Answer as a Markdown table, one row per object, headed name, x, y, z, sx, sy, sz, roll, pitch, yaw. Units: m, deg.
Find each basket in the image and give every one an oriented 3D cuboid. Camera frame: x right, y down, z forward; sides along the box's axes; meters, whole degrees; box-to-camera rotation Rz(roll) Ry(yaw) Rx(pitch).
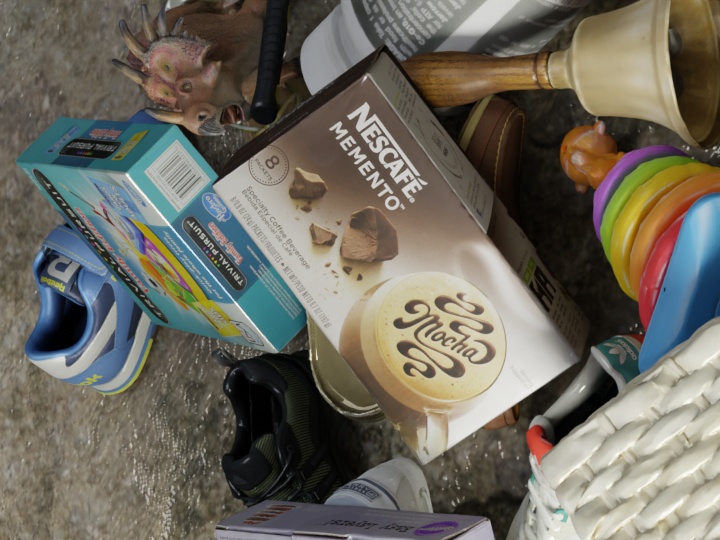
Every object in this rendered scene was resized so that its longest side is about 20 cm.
| name | x | y | z | sx | sy | sz | roll | pitch | yaw |
| --- | --- | --- | --- | --- | --- | --- | --- | --- | --- |
| basket | 0.209 | 0.100 | 1.389 | 0.200 | 0.123 | 0.136 | -38 | 58 | 12 |

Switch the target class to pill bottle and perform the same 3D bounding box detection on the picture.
| name | x | y | z | sx | sy | sz | roll | pitch | yaw |
| --- | --- | --- | --- | --- | --- | --- | --- | --- | --- |
| pill bottle | 0.060 | -0.165 | 1.612 | 0.200 | 0.114 | 0.114 | -42 | 58 | 33 |

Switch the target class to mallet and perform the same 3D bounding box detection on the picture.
| name | x | y | z | sx | sy | sz | roll | pitch | yaw |
| --- | --- | --- | --- | --- | --- | --- | --- | --- | --- |
| mallet | -0.047 | -0.176 | 1.583 | 0.066 | 0.041 | 0.200 | 90 | -175 | -48 |

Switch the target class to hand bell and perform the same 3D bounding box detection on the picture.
| name | x | y | z | sx | sy | sz | roll | pitch | yaw |
| --- | --- | --- | --- | --- | --- | --- | --- | --- | --- |
| hand bell | 0.099 | -0.111 | 1.535 | 0.199 | 0.104 | 0.105 | -5 | 82 | 26 |

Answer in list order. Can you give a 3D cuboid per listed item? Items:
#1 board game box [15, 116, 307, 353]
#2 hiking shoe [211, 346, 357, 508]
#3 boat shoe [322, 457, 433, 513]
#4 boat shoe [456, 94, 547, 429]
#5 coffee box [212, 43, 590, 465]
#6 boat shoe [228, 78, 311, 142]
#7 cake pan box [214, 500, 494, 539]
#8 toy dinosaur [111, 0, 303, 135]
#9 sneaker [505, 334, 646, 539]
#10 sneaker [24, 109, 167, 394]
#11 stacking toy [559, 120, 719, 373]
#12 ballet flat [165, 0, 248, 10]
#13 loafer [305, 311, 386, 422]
| name | x | y | z | sx | sy | sz | roll | pitch | yaw |
| --- | --- | --- | --- | --- | --- | --- | --- | --- | --- |
| board game box | -0.124 | -0.025 | 1.720 | 0.047 | 0.151 | 0.200 | -45 | 21 | -16 |
| hiking shoe | -0.044 | 0.143 | 1.688 | 0.076 | 0.100 | 0.201 | -37 | 61 | 36 |
| boat shoe | 0.033 | 0.202 | 1.628 | 0.074 | 0.086 | 0.203 | 6 | 118 | 40 |
| boat shoe | 0.080 | -0.003 | 1.613 | 0.067 | 0.072 | 0.201 | 10 | 96 | 19 |
| coffee box | 0.024 | -0.010 | 1.519 | 0.113 | 0.080 | 0.200 | -34 | 98 | 17 |
| boat shoe | -0.032 | -0.056 | 1.726 | 0.073 | 0.063 | 0.200 | -52 | 52 | 28 |
| cake pan box | 0.014 | 0.226 | 1.543 | 0.200 | 0.052 | 0.185 | -3 | 108 | 47 |
| toy dinosaur | -0.105 | -0.132 | 1.679 | 0.200 | 0.135 | 0.086 | -3 | 110 | 64 |
| sneaker | 0.115 | 0.116 | 1.538 | 0.070 | 0.093 | 0.200 | 47 | 117 | 37 |
| sneaker | -0.172 | -0.013 | 1.848 | 0.074 | 0.082 | 0.201 | 21 | 98 | 45 |
| stacking toy | 0.168 | -0.027 | 1.511 | 0.200 | 0.109 | 0.116 | 46 | 127 | 51 |
| ballet flat | -0.086 | -0.194 | 1.795 | 0.200 | 0.065 | 0.071 | -42 | 58 | 34 |
| loafer | 0.000 | 0.000 | 1.607 | 0.076 | 0.067 | 0.201 | 11 | 110 | 20 |
